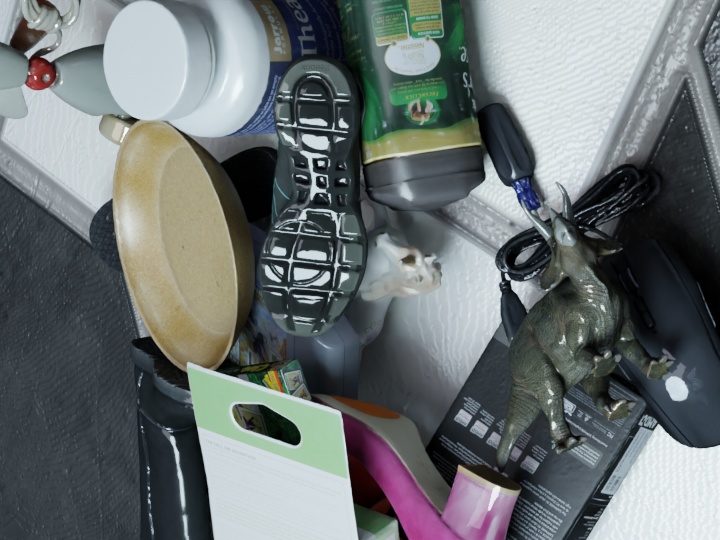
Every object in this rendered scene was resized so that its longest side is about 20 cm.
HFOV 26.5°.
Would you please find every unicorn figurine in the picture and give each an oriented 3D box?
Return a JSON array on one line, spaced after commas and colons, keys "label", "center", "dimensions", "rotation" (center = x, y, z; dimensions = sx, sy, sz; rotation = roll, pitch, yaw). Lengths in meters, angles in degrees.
[{"label": "unicorn figurine", "center": [0.000, 0.000, 1.149], "dimensions": [0.137, 0.074, 0.200], "rotation": [47, 147, 27]}]

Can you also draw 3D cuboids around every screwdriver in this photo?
[{"label": "screwdriver", "center": [0.130, -0.029, 1.070], "dimensions": [0.200, 0.028, 0.029], "rotation": [65, 155, 16]}]

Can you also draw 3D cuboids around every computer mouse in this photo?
[{"label": "computer mouse", "center": [0.163, 0.036, 1.004], "dimensions": [0.140, 0.046, 0.200], "rotation": [-30, 66, 19]}]

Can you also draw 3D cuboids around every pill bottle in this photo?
[{"label": "pill bottle", "center": [-0.086, -0.154, 1.114], "dimensions": [0.111, 0.200, 0.111], "rotation": [6, 100, 37]}]

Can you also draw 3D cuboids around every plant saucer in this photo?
[{"label": "plant saucer", "center": [-0.131, -0.020, 1.173], "dimensions": [0.200, 0.035, 0.201], "rotation": [29, 125, 50]}]

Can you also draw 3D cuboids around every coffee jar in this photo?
[{"label": "coffee jar", "center": [0.034, -0.142, 1.083], "dimensions": [0.085, 0.104, 0.200], "rotation": [-8, 91, -7]}]

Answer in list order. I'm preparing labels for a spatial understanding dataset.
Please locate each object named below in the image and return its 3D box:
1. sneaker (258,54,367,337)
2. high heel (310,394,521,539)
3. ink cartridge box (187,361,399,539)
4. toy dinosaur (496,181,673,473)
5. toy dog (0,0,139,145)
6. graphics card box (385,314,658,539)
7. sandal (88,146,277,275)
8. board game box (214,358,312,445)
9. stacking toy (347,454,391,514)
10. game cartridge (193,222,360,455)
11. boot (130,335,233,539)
[{"label": "sneaker", "center": [-0.027, -0.053, 1.077], "dimensions": [0.075, 0.079, 0.200], "rotation": [7, 103, 2]}, {"label": "high heel", "center": [0.023, 0.155, 1.049], "dimensions": [0.200, 0.067, 0.096], "rotation": [24, 100, 37]}, {"label": "ink cartridge box", "center": [-0.043, 0.160, 1.037], "dimensions": [0.145, 0.048, 0.200], "rotation": [13, 117, 38]}, {"label": "toy dinosaur", "center": [0.133, 0.049, 0.972], "dimensions": [0.200, 0.077, 0.102], "rotation": [106, 147, -42]}, {"label": "toy dog", "center": [-0.246, -0.171, 1.264], "dimensions": [0.132, 0.200, 0.096], "rotation": [-54, 44, 2]}, {"label": "graphics card box", "center": [0.107, 0.145, 1.063], "dimensions": [0.125, 0.051, 0.200], "rotation": [33, 96, 30]}, {"label": "sandal", "center": [-0.137, -0.047, 1.275], "dimensions": [0.200, 0.045, 0.075], "rotation": [-20, 89, 23]}, {"label": "board game box", "center": [-0.052, 0.164, 1.099], "dimensions": [0.105, 0.023, 0.200], "rotation": [-12, 100, 43]}, {"label": "stacking toy", "center": [0.040, 0.219, 1.148], "dimensions": [0.085, 0.085, 0.200], "rotation": [-48, 63, 32]}, {"label": "game cartridge", "center": [-0.070, 0.042, 1.184], "dimensions": [0.200, 0.041, 0.133], "rotation": [40, 145, 41]}, {"label": "boot", "center": [-0.144, 0.169, 1.254], "dimensions": [0.165, 0.066, 0.200], "rotation": [-151, 61, -66]}]
